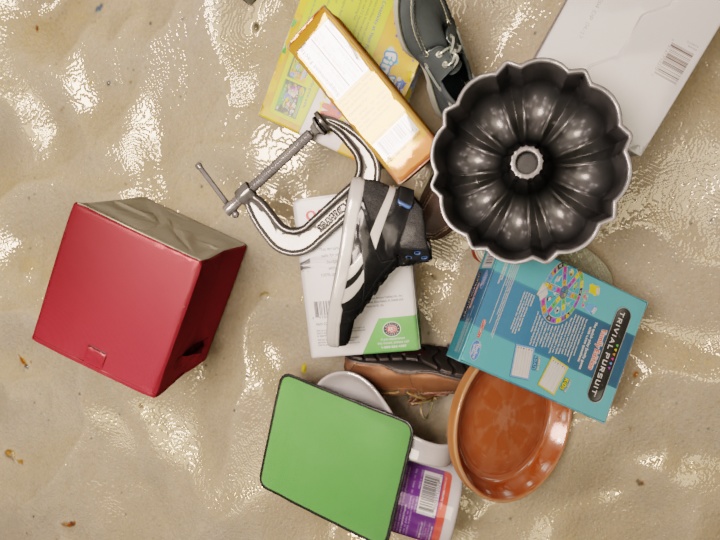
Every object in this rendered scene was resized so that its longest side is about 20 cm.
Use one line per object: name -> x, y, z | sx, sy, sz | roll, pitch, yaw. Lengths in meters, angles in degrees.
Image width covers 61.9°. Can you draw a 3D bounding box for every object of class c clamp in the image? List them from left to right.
c clamp -> -0.081, -0.113, 0.721 | 0.198, 0.027, 0.172 | -34, 88, 9

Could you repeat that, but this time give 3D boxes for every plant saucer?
plant saucer -> 0.189, 0.189, 0.763 | 0.197, 0.032, 0.205 | -2, 95, -30

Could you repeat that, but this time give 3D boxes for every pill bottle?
pill bottle -> 0.033, 0.285, 0.804 | 0.196, 0.111, 0.114 | 13, 101, 9

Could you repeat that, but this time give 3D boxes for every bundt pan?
bundt pan -> 0.175, -0.109, 0.629 | 0.198, 0.076, 0.207 | 1, 93, 17

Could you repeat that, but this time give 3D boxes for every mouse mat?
mouse mat -> -0.036, 0.236, 0.762 | 0.197, 0.007, 0.164 | 16, 97, 25

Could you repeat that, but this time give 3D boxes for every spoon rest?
spoon rest -> 0.027, 0.195, 0.759 | 0.196, 0.061, 0.101 | 19, 97, 10

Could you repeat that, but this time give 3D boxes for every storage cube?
storage cube -> -0.279, 0.023, 0.779 | 0.197, 0.171, 0.183 | 25, 101, 4

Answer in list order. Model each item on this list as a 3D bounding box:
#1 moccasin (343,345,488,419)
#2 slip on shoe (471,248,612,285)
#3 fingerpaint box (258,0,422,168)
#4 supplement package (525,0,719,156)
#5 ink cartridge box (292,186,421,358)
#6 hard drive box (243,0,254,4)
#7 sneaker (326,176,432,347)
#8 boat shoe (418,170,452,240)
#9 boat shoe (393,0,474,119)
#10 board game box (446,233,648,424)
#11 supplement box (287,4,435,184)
moccasin -> 0.075, 0.147, 0.799 | 0.197, 0.074, 0.079 | 0, 113, 5
slip on shoe -> 0.229, -0.007, 0.760 | 0.196, 0.061, 0.076 | 18, 87, -9
fingerpaint box -> -0.011, -0.252, 0.746 | 0.164, 0.073, 0.203 | 24, 102, 5
supplement package -> 0.292, -0.255, 0.681 | 0.154, 0.111, 0.202 | 29, 103, 3
ink cartridge box -> 0.000, 0.000, 0.778 | 0.143, 0.084, 0.205 | -5, 97, 9
hard drive box -> -0.126, -0.463, 0.728 | 0.199, 0.077, 0.156 | -41, 91, 13
sneaker -> 0.025, 0.002, 0.696 | 0.109, 0.073, 0.204 | 10, 104, -2
boat shoe -> 0.134, -0.122, 0.742 | 0.074, 0.075, 0.204 | 36, 105, 1
boat shoe -> 0.099, -0.245, 0.678 | 0.073, 0.201, 0.061 | -47, 49, -11
board game box -> 0.219, 0.068, 0.705 | 0.197, 0.047, 0.153 | 24, 86, -10
supplement box -> 0.008, -0.196, 0.681 | 0.068, 0.067, 0.201 | -37, 92, 15
